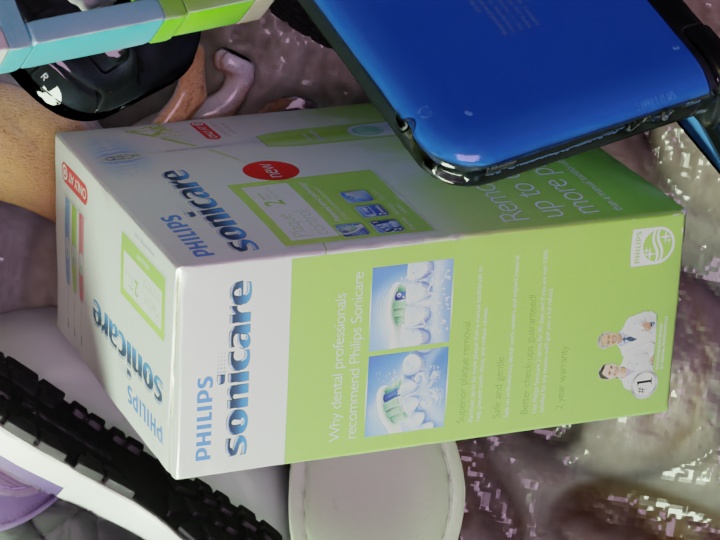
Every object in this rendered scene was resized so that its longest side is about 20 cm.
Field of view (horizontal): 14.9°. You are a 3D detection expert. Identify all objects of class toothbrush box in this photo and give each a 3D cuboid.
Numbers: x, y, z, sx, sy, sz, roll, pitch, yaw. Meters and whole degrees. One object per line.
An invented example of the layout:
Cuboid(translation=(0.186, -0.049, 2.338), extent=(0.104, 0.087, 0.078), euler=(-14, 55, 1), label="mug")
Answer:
Cuboid(translation=(0.000, 0.000, 1.034), extent=(0.199, 0.146, 0.087), euler=(-8, 114, -21), label="toothbrush box")

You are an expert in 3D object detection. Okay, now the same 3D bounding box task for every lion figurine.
Cuboid(translation=(-0.126, -0.050, 1.073), extent=(0.199, 0.072, 0.123), euler=(21, 96, -14), label="lion figurine")

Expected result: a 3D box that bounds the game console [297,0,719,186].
Cuboid(translation=(0.048, -0.087, 0.996), extent=(0.170, 0.200, 0.119), euler=(-19, 142, -23), label="game console")

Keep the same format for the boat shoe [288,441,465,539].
Cuboid(translation=(0.009, 0.123, 1.119), extent=(0.071, 0.061, 0.203), euler=(-8, 98, -3), label="boat shoe")

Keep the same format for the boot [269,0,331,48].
Cuboid(translation=(-0.011, -0.172, 1.084), extent=(0.200, 0.070, 0.132), euler=(36, 78, -20), label="boot")

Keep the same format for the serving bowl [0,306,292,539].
Cuboid(translation=(-0.117, 0.118, 1.095), extent=(0.199, 0.066, 0.202), euler=(-1, 97, -10), label="serving bowl")

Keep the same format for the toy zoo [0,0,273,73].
Cuboid(translation=(-0.139, -0.130, 0.954), extent=(0.199, 0.020, 0.132), euler=(-14, 74, -30), label="toy zoo")

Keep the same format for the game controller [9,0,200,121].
Cuboid(translation=(-0.139, -0.142, 1.011), extent=(0.042, 0.104, 0.200), euler=(-40, 87, 25), label="game controller")

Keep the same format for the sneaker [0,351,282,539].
Cuboid(translation=(-0.095, 0.116, 1.039), extent=(0.200, 0.076, 0.088), euler=(36, 104, -8), label="sneaker")
